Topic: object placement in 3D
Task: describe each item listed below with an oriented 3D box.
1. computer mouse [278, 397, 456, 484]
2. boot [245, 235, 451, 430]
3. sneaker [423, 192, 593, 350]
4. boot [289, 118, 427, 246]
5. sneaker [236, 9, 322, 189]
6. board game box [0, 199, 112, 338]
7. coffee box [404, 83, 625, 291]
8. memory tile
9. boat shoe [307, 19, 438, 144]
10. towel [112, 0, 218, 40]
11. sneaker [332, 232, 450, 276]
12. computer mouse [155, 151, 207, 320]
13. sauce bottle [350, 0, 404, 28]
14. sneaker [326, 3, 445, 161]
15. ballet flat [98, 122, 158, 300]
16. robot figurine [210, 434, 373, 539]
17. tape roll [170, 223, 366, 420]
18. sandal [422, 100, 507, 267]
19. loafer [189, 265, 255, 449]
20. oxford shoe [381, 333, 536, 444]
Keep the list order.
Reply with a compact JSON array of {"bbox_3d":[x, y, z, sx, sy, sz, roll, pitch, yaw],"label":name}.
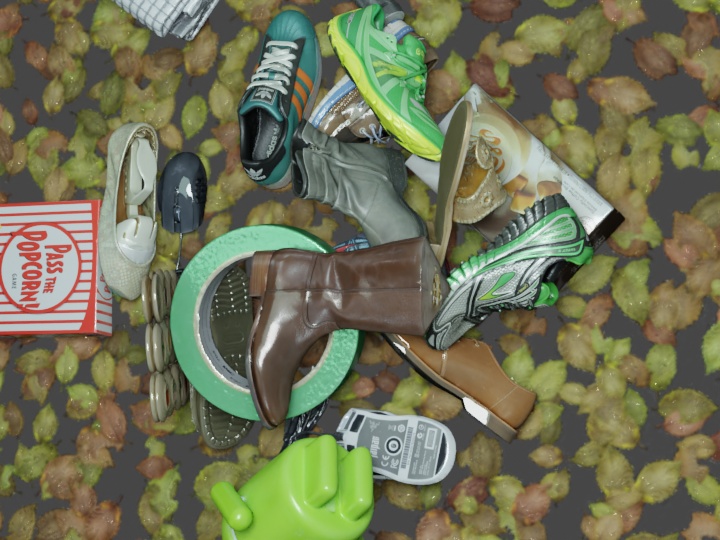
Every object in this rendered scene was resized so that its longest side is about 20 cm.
[{"bbox_3d":[0.010,0.185,1.688,0.199,0.044,0.110,9,80,22],"label":"computer mouse"},{"bbox_3d":[-0.010,0.063,1.568,0.199,0.064,0.188,-2,90,18],"label":"boot"},{"bbox_3d":[0.141,0.016,1.578,0.200,0.078,0.085,-41,76,17],"label":"sneaker"},{"bbox_3d":[-0.011,-0.064,1.632,0.068,0.130,0.201,-54,35,36],"label":"boot"},{"bbox_3d":[-0.091,-0.193,1.749,0.071,0.080,0.201,5,83,16],"label":"sneaker"},{"bbox_3d":[-0.379,0.001,1.820,0.199,0.046,0.153,-3,81,15],"label":"board game box"},{"bbox_3d":[0.160,-0.082,1.663,0.200,0.080,0.114,45,97,17],"label":"coffee box"},{"bbox_3d":[-0.203,0.075,1.674,0.017,0.200,0.154,-5,91,1],"label":"memory tile"},{"bbox_3d":[0.007,-0.174,1.723,0.072,0.072,0.200,37,92,19],"label":"boat shoe"},{"bbox_3d":[-0.211,-0.374,1.812,0.165,0.086,0.201,35,91,16],"label":"towel"},{"bbox_3d":[0.000,0.000,1.710,0.199,0.079,0.096,8,71,10],"label":"sneaker"},{"bbox_3d":[-0.206,-0.035,1.784,0.058,0.034,0.201,2,83,15],"label":"computer mouse"},{"bbox_3d":[-0.020,-0.349,1.762,0.066,0.066,0.201,-33,73,9],"label":"sauce bottle"},{"bbox_3d":[0.038,-0.200,1.650,0.083,0.074,0.201,-33,67,2],"label":"sneaker"},{"bbox_3d":[-0.254,-0.069,1.780,0.062,0.067,0.201,-14,75,50],"label":"ballet flat"},{"bbox_3d":[-0.065,0.248,1.635,0.200,0.175,0.116,-43,38,39],"label":"robot figurine"},{"bbox_3d":[-0.095,0.053,1.651,0.199,0.048,0.202,1,93,9],"label":"tape roll"},{"bbox_3d":[0.110,-0.073,1.601,0.069,0.078,0.213,9,123,-10],"label":"sandal"},{"bbox_3d":[-0.151,0.092,1.733,0.076,0.067,0.202,1,94,-28],"label":"loafer"},{"bbox_3d":[0.095,0.091,1.653,0.200,0.071,0.071,37,88,-4],"label":"oxford shoe"}]
